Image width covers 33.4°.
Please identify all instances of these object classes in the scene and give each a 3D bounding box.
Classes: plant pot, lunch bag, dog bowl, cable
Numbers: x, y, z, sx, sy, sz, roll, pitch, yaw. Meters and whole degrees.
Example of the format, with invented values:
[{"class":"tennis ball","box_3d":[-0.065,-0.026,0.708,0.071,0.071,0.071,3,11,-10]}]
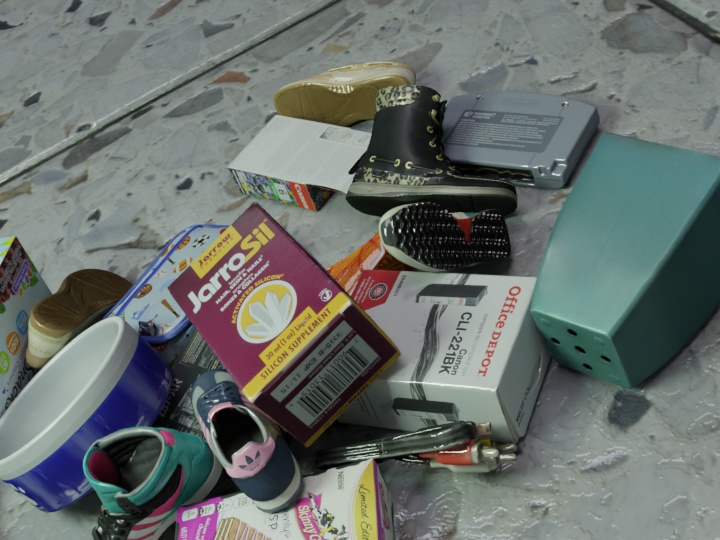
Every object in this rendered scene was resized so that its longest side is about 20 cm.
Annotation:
[{"class":"plant pot","box_3d":[0.260,0.000,1.145,0.141,0.142,0.201,18,63,39]},{"class":"lunch bag","box_3d":[-0.204,0.032,1.375,0.159,0.076,0.200,6,46,43]},{"class":"dog bowl","box_3d":[-0.290,0.147,1.238,0.200,0.079,0.201,-37,21,17]},{"class":"cable","box_3d":[0.042,0.174,1.105,0.198,0.097,0.051,-15,78,20]}]

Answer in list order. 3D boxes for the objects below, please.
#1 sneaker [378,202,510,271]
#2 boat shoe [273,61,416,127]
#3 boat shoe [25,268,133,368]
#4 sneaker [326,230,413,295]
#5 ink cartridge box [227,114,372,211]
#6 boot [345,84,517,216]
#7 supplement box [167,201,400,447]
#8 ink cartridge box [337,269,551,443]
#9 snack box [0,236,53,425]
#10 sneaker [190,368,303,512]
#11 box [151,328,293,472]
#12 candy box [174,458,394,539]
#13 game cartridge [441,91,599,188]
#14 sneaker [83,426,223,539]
[{"class":"sneaker","box_3d":[0.070,-0.028,1.254,0.093,0.071,0.199,-15,-8,40]},{"class":"boat shoe","box_3d":[-0.017,-0.234,1.585,0.198,0.074,0.069,-2,33,23]},{"class":"boat shoe","box_3d":[-0.330,0.053,1.398,0.071,0.065,0.200,28,23,9]},{"class":"sneaker","box_3d":[0.000,0.000,1.314,0.077,0.073,0.200,21,58,36]},{"class":"ink cartridge box","box_3d":[-0.058,-0.131,1.503,0.199,0.051,0.109,16,54,36]},{"class":"boot","box_3d":[0.090,-0.138,1.380,0.202,0.074,0.155,3,67,23]},{"class":"supplement box","box_3d":[-0.076,0.047,1.149,0.131,0.103,0.200,-45,44,-1]},{"class":"ink cartridge box","box_3d":[0.076,0.080,1.182,0.198,0.084,0.145,3,48,28]},{"class":"snack box","box_3d":[-0.406,0.092,1.341,0.067,0.169,0.201,-5,42,18]},{"class":"sneaker","box_3d":[-0.119,0.138,1.128,0.070,0.082,0.200,-39,39,-7]},{"class":"box","box_3d":[-0.118,0.106,1.242,0.159,0.044,0.201,14,69,37]},{"class":"candy box","box_3d":[-0.069,0.260,1.079,0.198,0.061,0.137,-15,40,10]},{"class":"game cartridge","box_3d":[0.177,-0.160,1.430,0.199,0.041,0.134,10,55,34]},{"class":"sneaker","box_3d":[-0.229,0.224,1.127,0.200,0.121,0.083,-49,50,-5]}]
